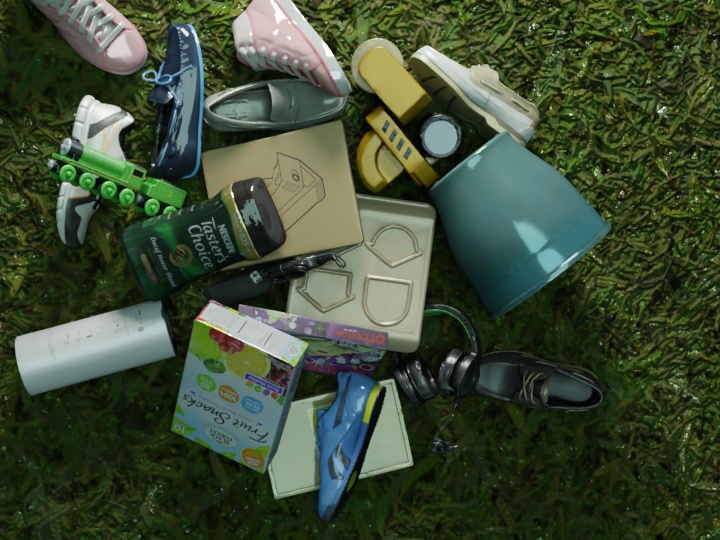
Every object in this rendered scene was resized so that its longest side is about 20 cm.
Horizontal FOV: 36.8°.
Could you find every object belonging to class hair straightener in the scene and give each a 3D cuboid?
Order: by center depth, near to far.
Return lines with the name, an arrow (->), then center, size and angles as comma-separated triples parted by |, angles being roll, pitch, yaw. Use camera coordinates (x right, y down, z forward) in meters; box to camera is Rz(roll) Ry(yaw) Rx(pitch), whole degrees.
hair straightener -> -0.114, 0.013, 1.412 | 0.198, 0.077, 0.041 | -14, 94, 18

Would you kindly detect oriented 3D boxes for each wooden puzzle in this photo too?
wooden puzzle -> 0.000, 0.000, 1.464 | 0.183, 0.046, 0.202 | 8, 89, 1

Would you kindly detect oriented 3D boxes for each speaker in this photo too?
speaker -> -0.346, 0.099, 1.418 | 0.198, 0.081, 0.082 | -16, 94, -6

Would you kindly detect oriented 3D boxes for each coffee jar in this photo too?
coffee jar -> -0.199, -0.042, 1.392 | 0.198, 0.085, 0.105 | -22, 101, 6

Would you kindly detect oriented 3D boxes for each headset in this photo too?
headset -> 0.101, 0.144, 1.451 | 0.122, 0.094, 0.202 | -10, 78, 19

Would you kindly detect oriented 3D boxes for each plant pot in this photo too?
plant pot -> 0.194, -0.070, 1.429 | 0.199, 0.200, 0.189 | -38, 89, -4

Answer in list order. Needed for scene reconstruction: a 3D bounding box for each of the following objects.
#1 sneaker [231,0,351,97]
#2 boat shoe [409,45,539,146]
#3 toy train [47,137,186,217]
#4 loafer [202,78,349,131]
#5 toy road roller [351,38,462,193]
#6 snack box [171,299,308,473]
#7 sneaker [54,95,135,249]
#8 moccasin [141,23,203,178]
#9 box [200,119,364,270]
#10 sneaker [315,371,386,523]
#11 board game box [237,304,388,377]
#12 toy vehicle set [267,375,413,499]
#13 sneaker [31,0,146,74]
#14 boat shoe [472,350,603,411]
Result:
sneaker -> -0.097, -0.279, 1.417 | 0.104, 0.075, 0.201 | -36, 66, 0
boat shoe -> 0.157, -0.244, 1.477 | 0.199, 0.075, 0.069 | 38, 79, -11
toy train -> -0.309, -0.115, 1.390 | 0.199, 0.042, 0.057 | 23, 87, -43
loafer -> -0.111, -0.220, 1.441 | 0.198, 0.070, 0.071 | -11, 93, -6
toy road roller -> 0.035, -0.194, 1.438 | 0.146, 0.123, 0.200 | -39, 96, 7
snack box -> -0.158, 0.152, 1.390 | 0.141, 0.053, 0.201 | 24, 127, 8
sneaker -> -0.347, -0.123, 1.415 | 0.079, 0.074, 0.202 | 13, 91, -9
moccasin -> -0.245, -0.223, 1.415 | 0.068, 0.080, 0.202 | -2, 91, -27
box -> -0.105, -0.098, 1.439 | 0.198, 0.021, 0.165 | -11, 87, 9
sneaker -> -0.031, 0.233, 1.448 | 0.078, 0.066, 0.202 | 18, 92, 13
board game box -> -0.072, 0.098, 1.434 | 0.198, 0.120, 0.033 | 11, 66, -7
toy vehicle set -> -0.036, 0.228, 1.486 | 0.198, 0.027, 0.126 | -12, 93, -6
sneaker -> -0.361, -0.332, 1.384 | 0.200, 0.105, 0.075 | 43, 85, -8
boat shoe -> 0.244, 0.153, 1.494 | 0.198, 0.073, 0.075 | 5, 91, -6
